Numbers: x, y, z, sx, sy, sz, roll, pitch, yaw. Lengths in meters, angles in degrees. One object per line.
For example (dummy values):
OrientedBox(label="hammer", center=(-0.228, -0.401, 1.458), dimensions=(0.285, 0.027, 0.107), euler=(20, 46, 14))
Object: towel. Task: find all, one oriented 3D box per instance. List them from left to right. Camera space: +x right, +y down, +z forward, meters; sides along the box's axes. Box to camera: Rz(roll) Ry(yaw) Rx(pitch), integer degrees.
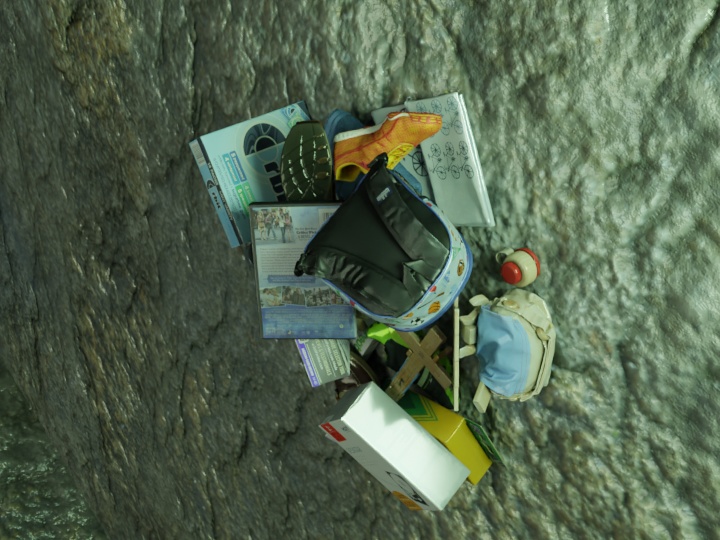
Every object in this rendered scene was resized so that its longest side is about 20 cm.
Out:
OrientedBox(label="towel", center=(0.012, -0.139, 1.582), dimensions=(0.200, 0.048, 0.112), euler=(48, 135, 32))

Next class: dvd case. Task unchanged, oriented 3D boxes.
OrientedBox(label="dvd case", center=(-0.080, 0.000, 1.541), dimensions=(0.142, 0.018, 0.201), euler=(-1, 106, 11))

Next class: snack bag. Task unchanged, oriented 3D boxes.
OrientedBox(label="snack bag", center=(0.093, -0.148, 1.519), dimensions=(0.199, 0.021, 0.190), euler=(3, 114, 53))

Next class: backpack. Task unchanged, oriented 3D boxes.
OrientedBox(label="backpack", center=(0.046, -0.015, 1.425), dimensions=(0.200, 0.154, 0.190), euler=(-52, 51, 9))

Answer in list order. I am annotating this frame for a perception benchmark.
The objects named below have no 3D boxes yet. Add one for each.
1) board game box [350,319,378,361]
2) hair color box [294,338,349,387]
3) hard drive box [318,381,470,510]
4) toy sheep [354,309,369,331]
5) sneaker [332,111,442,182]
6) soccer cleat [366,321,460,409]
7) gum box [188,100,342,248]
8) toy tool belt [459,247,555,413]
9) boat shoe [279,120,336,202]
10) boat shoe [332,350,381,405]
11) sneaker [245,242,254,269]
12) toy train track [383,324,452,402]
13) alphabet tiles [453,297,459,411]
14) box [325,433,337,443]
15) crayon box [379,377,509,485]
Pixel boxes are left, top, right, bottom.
OrientedBox(label="board game box", center=(-0.024, 0.089, 1.813), dimensions=(0.126, 0.035, 0.200), euler=(51, 144, 17))
OrientedBox(label="hair color box", center=(-0.061, 0.091, 1.681), dimensions=(0.200, 0.064, 0.110), euler=(-98, -11, -78))
OrientedBox(label="hard drive box", center=(0.048, 0.266, 1.642), dimensions=(0.200, 0.077, 0.156), euler=(43, 162, -2))
OrientedBox(label="toy sheep", center=(0.000, 0.000, 1.631), dimensions=(0.200, 0.137, 0.139), euler=(-99, 10, -54))
OrientedBox(label="sneaker", center=(0.040, -0.165, 1.473), dimensions=(0.200, 0.073, 0.078), euler=(-18, 73, 50))
OrientedBox(label="soccer cleat", center=(0.082, 0.135, 1.622), dimensions=(0.081, 0.068, 0.200), euler=(-19, 125, 25))
OrientedBox(label="gum box", center=(-0.141, -0.149, 1.672), dimensions=(0.044, 0.199, 0.171), euler=(-15, 99, 55))
OrientedBox(label="toy tool belt", center=(0.188, 0.082, 1.447), dimensions=(0.125, 0.123, 0.201), euler=(21, 126, 45))
OrientedBox(label="boat shoe", center=(-0.070, -0.113, 1.558), dimensions=(0.075, 0.074, 0.201), euler=(0, 105, 8))
OrientedBox(label="boat shoe", center=(-0.005, 0.213, 1.797), dimensions=(0.072, 0.072, 0.201), euler=(-18, 110, 47))
OrientedBox(label="sneaker", center=(-0.098, -0.025, 1.694), dimensions=(0.078, 0.199, 0.066), euler=(-13, 88, 55))
OrientedBox(label="toy train track", center=(0.082, 0.132, 1.546), dimensions=(0.115, 0.032, 0.200), euler=(50, 144, 14))
OrientedBox(label="alphabet tiles", center=(0.129, 0.098, 1.481), dimensions=(0.200, 0.007, 0.168), euler=(0, -90, -86))
OrientedBox(label="box", center=(0.040, 0.293, 1.763), dimensions=(0.199, 0.042, 0.039), euler=(30, 152, -5))
OrientedBox(label="crayon box", center=(0.118, 0.250, 1.668), dimensions=(0.199, 0.052, 0.126), euler=(22, 154, 44))
